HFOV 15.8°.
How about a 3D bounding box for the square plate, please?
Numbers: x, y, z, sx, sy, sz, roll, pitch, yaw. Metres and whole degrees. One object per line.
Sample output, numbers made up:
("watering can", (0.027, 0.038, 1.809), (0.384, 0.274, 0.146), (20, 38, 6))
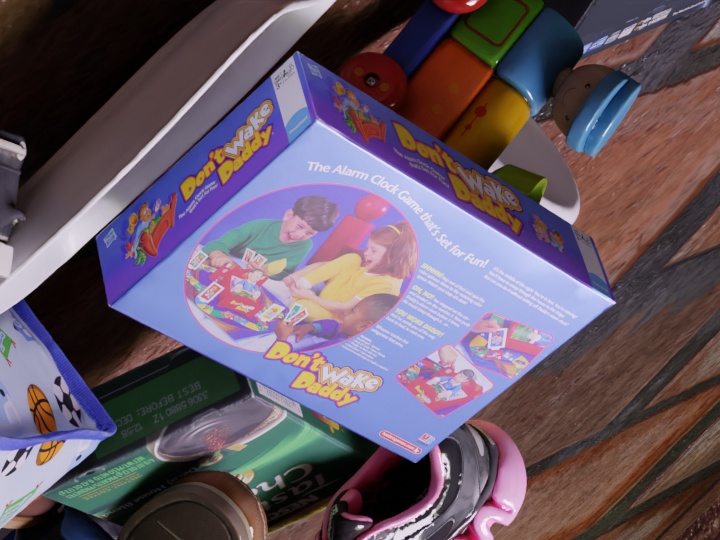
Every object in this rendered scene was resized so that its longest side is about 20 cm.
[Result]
("square plate", (-0.090, -0.058, 1.083), (0.198, 0.028, 0.200), (-43, -178, 15))

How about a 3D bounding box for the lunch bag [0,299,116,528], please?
("lunch bag", (-0.224, 0.078, 1.076), (0.170, 0.124, 0.200), (-41, 171, 14))

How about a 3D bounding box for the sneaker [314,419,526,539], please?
("sneaker", (-0.004, 0.149, 1.319), (0.200, 0.079, 0.095), (-53, 148, -1))

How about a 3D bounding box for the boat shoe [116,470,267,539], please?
("boat shoe", (-0.080, 0.152, 1.308), (0.068, 0.072, 0.200), (-42, 165, -37))

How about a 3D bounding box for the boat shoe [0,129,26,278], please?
("boat shoe", (-0.187, -0.046, 0.925), (0.200, 0.074, 0.061), (22, 77, -54))

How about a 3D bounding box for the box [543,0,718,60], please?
("box", (0.180, -0.193, 1.360), (0.200, 0.044, 0.160), (-25, 159, -39))

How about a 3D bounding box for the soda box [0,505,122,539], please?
("soda box", (-0.163, 0.150, 1.507), (0.071, 0.063, 0.200), (-42, 163, 13))

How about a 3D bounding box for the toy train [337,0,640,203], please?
("toy train", (0.036, -0.049, 1.237), (0.200, 0.116, 0.085), (-51, 167, -16))

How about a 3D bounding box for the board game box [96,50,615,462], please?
("board game box", (0.000, 0.000, 1.178), (0.134, 0.045, 0.200), (-40, 132, 24))

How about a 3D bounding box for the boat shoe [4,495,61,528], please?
("boat shoe", (-0.180, 0.082, 1.270), (0.070, 0.070, 0.200), (-39, 165, 16))

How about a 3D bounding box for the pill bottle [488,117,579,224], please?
("pill bottle", (0.009, -0.007, 1.367), (0.200, 0.113, 0.113), (-42, 164, 21))

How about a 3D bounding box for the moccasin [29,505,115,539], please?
("moccasin", (-0.158, 0.186, 1.379), (0.068, 0.080, 0.200), (-49, 156, -20))

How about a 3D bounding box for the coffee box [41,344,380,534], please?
("coffee box", (-0.070, 0.090, 1.302), (0.123, 0.044, 0.200), (-25, 158, 12))
